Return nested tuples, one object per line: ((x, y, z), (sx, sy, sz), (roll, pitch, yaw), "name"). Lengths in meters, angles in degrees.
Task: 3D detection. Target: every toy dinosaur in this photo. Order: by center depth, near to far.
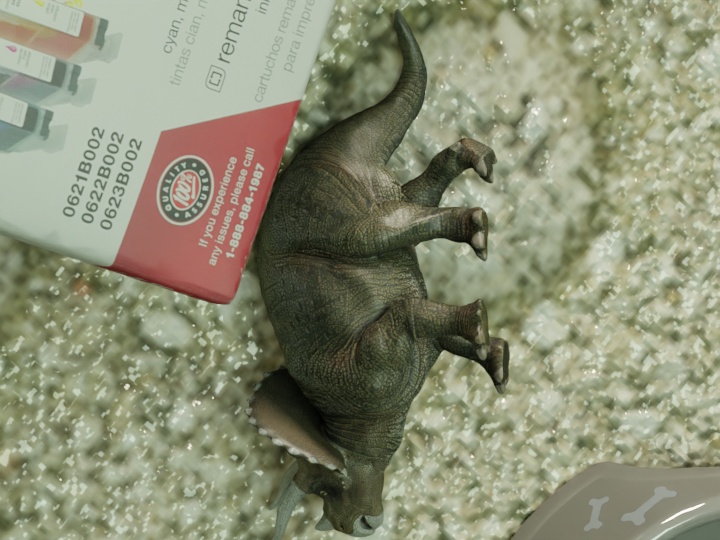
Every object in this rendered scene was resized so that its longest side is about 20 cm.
((0.000, 0.000, 1.071), (0.102, 0.077, 0.201), (-5, 86, 11), "toy dinosaur")

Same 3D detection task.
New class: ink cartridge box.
((-0.130, -0.092, 0.970), (0.200, 0.145, 0.146), (19, 90, -22), "ink cartridge box")

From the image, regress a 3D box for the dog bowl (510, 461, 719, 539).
((0.140, 0.170, 1.163), (0.200, 0.059, 0.201), (-3, 98, -22), "dog bowl")
